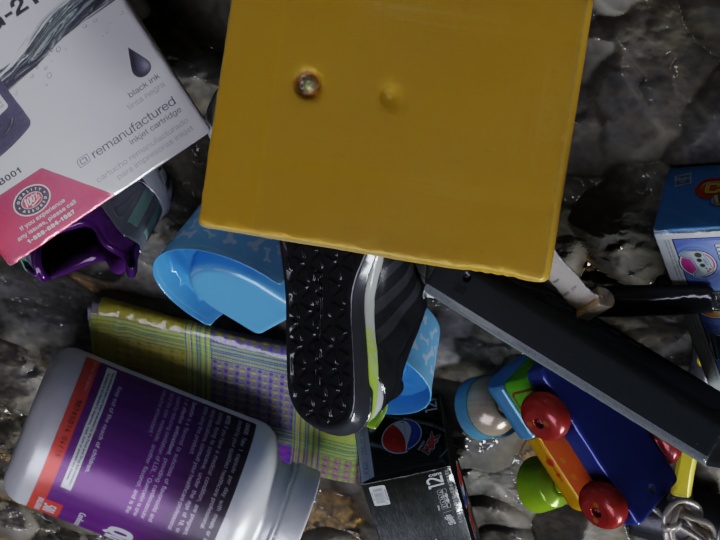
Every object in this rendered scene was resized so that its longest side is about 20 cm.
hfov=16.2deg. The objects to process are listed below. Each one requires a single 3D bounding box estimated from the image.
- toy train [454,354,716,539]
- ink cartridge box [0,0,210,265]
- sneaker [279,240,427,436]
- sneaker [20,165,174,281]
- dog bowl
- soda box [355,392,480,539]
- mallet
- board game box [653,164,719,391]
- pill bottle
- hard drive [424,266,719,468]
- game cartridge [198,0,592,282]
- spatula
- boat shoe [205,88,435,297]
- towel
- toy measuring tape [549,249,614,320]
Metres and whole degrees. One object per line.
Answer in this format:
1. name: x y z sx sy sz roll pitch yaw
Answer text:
1. toy train: 0.150 0.139 1.642 0.116 0.085 0.200 -17 111 51
2. ink cartridge box: -0.201 -0.127 1.435 0.145 0.084 0.200 -34 126 -3
3. sneaker: 0.000 0.000 1.482 0.072 0.083 0.200 20 114 32
4. sneaker: -0.222 -0.035 1.603 0.200 0.088 0.074 0 138 21
5. dog bowl: -0.035 0.021 1.614 0.200 0.050 0.111 32 153 -16
6. soda box: 0.047 0.177 1.755 0.063 0.071 0.200 -12 135 4
7. mallet: 0.225 0.114 1.652 0.066 0.041 0.200 15 137 3
8. board game box: 0.294 0.021 1.494 0.195 0.056 0.200 -3 135 23
9. pill bottle: -0.133 0.136 1.717 0.200 0.113 0.113 22 141 -5
10. hard drive: 0.147 0.055 1.495 0.200 0.033 0.140 32 -174 24
11. game cartridge: 0.020 -0.095 1.397 0.200 0.177 0.032 10 -177 10
12. spatula: 0.218 0.021 1.461 0.200 0.021 0.057 2 124 24
13. boat shoe: -0.020 -0.045 1.530 0.202 0.075 0.065 33 156 -28
14. towel: -0.095 0.082 1.746 0.200 0.023 0.144 12 140 7
15. toy measuring tape: 0.083 -0.062 1.455 0.200 0.074 0.074 46 135 -11
